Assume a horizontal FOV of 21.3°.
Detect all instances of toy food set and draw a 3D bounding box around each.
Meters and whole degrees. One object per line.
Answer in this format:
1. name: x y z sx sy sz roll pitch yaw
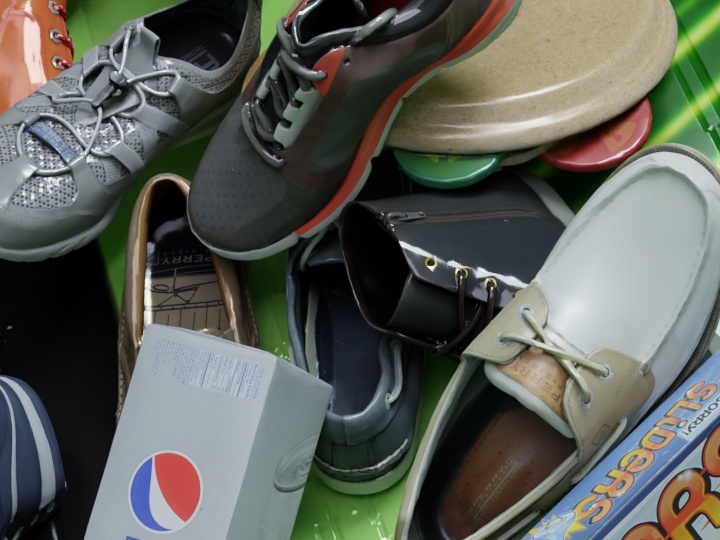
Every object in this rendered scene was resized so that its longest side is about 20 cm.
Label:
1. toy food set: 0.056 -0.106 0.916 0.197 0.049 0.200 15 43 25

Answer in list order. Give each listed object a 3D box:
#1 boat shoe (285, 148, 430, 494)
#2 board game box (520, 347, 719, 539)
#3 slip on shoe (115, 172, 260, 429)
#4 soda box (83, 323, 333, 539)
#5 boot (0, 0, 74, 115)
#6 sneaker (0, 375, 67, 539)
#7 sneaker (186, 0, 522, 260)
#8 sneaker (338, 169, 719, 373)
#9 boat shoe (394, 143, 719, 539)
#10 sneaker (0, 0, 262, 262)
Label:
1. boat shoe: 0.000 0.000 0.885 0.072 0.062 0.201 -4 60 9
2. board game box: 0.121 0.137 0.750 0.200 0.136 0.034 -42 26 -14
3. slip on shoe: -0.077 0.048 0.871 0.075 0.061 0.201 -6 60 6
4. soda box: -0.076 0.129 0.787 0.063 0.068 0.202 12 80 22
5. boot: -0.168 -0.111 0.977 0.107 0.075 0.201 24 73 15
6. sneaker: -0.191 0.137 0.844 0.070 0.108 0.202 18 95 16
7. sneaker: -0.020 -0.087 0.821 0.200 0.082 0.077 -47 63 20
8. sneaker: 0.075 0.035 0.823 0.106 0.075 0.200 -9 41 -37
9. boat shoe: 0.080 0.043 0.750 0.075 0.068 0.201 33 107 19
10. sneaker: -0.118 -0.081 0.894 0.075 0.082 0.200 37 50 8
